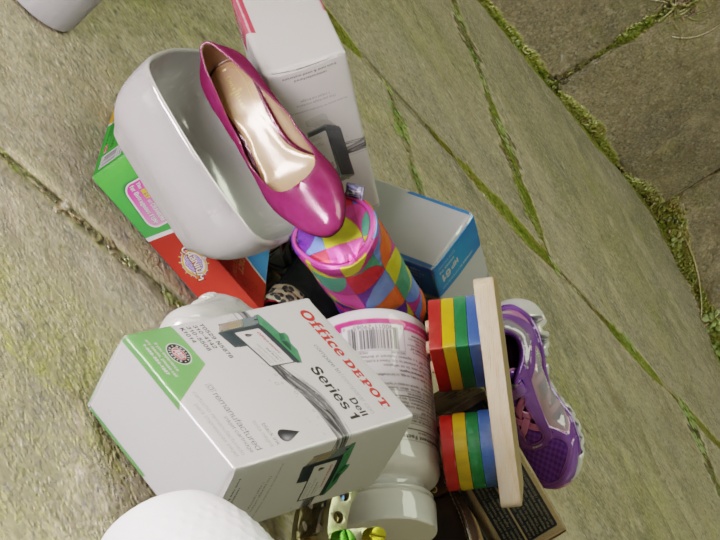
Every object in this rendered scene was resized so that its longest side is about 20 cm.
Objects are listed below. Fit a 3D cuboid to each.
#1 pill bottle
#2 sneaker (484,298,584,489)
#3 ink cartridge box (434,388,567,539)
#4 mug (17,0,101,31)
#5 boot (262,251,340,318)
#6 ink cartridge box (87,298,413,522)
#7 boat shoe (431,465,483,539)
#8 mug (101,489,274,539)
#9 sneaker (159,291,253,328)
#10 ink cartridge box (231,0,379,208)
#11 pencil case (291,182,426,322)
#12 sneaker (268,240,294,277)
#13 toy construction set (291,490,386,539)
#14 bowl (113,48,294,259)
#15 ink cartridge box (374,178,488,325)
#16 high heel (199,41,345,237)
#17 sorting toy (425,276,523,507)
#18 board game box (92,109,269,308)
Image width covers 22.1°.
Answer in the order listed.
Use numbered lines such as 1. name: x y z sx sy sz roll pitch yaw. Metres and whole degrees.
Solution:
1. pill bottle: 0.013 0.146 1.672 0.113 0.113 0.200 35 44 -52
2. sneaker: 0.162 0.128 1.872 0.088 0.080 0.201 -5 76 -65
3. ink cartridge box: 0.123 0.203 1.887 0.165 0.075 0.200 60 -6 -1
4. mug: -0.270 -0.345 1.747 0.149 0.153 0.187 22 38 -62
5. boot: -0.039 0.065 1.816 0.154 0.073 0.204 -57 137 -51
6. ink cartridge box: -0.080 0.108 1.403 0.200 0.084 0.146 -12 51 -47
7. boat shoe: 0.052 0.210 1.793 0.200 0.070 0.070 56 1 33
8. mug: -0.118 0.236 1.171 0.200 0.148 0.175 -2 46 -36
9. sneaker: -0.128 0.055 1.588 0.081 0.076 0.200 51 9 21
10. ink cartridge box: -0.052 -0.162 1.778 0.146 0.085 0.200 -112 -172 -45
11. pencil case: 0.000 0.000 1.702 0.200 0.088 0.089 59 7 -58
12. sneaker: -0.101 -0.088 1.894 0.082 0.078 0.200 30 31 -55
13. toy construction set: -0.066 0.184 1.495 0.200 0.092 0.131 24 61 -50
14. bowl: -0.141 -0.096 1.654 0.200 0.075 0.200 57 16 0
15. ink cartridge box: 0.054 0.011 1.917 0.144 0.085 0.200 21 -29 29
16. high heel: -0.083 -0.113 1.605 0.200 0.067 0.096 51 1 32
17. sorting toy: 0.103 0.109 1.692 0.199 0.069 0.200 6 77 -85
18. board game box: -0.163 -0.056 1.721 0.200 0.040 0.153 50 18 -23
